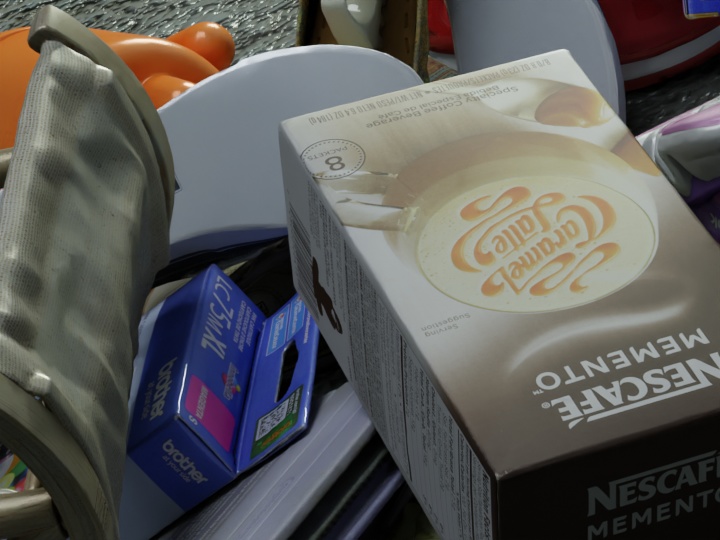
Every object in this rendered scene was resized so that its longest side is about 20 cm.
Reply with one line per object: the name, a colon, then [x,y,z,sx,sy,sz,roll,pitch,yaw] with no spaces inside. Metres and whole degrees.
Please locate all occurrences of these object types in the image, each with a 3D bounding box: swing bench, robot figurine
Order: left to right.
swing bench: [-0.153,0.045,1.040,0.200,0.130,0.199,-26,35,26]
robot figurine: [-0.122,-0.051,1.299,0.200,0.117,0.144,13,87,57]

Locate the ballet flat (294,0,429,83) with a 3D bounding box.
ballet flat: [-0.002,-0.091,1.227,0.071,0.200,0.071,6,-4,0]

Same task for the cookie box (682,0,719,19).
cookie box: [0.240,-0.143,1.114,0.200,0.075,0.171,-2,7,27]

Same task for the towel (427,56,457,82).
towel: [-0.037,-0.035,1.338,0.200,0.022,0.147,-33,25,-9]

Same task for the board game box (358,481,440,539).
board game box: [0.057,0.084,1.012,0.120,0.032,0.200,2,37,41]

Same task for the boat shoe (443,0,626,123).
boat shoe: [0.066,-0.122,1.273,0.072,0.200,0.066,-35,-20,18]

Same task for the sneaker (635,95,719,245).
sneaker: [0.145,-0.023,1.081,0.080,0.089,0.200,-29,2,-2]

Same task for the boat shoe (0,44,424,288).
boat shoe: [-0.060,-0.032,1.167,0.200,0.072,0.068,-25,-8,11]

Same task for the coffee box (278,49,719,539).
coffee box: [0.060,0.020,0.969,0.114,0.080,0.200,-16,40,-14]

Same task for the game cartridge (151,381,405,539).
game cartridge: [-0.046,0.106,1.013,0.130,0.038,0.200,-36,9,45]

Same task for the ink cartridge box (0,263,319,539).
ink cartridge box: [-0.101,0.072,1.120,0.200,0.042,0.119,-34,21,20]

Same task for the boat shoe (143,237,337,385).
boat shoe: [0.000,0.000,1.189,0.200,0.072,0.065,-27,29,10]

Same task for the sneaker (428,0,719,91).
sneaker: [0.087,-0.145,1.326,0.200,0.116,0.078,-7,32,40]
